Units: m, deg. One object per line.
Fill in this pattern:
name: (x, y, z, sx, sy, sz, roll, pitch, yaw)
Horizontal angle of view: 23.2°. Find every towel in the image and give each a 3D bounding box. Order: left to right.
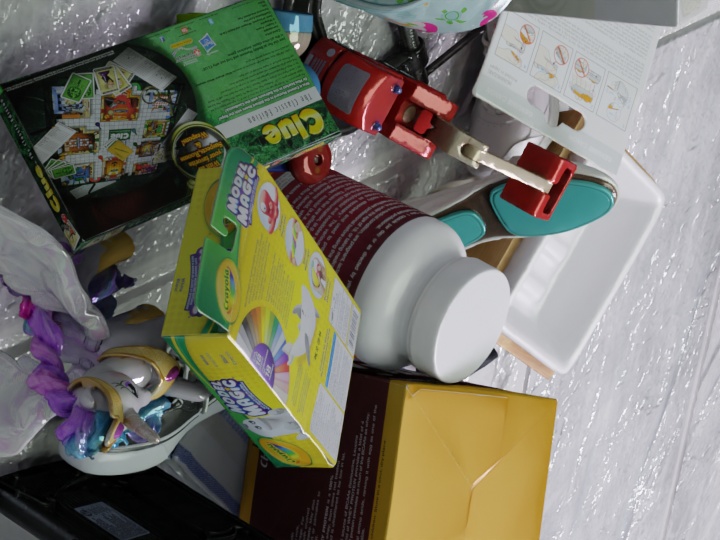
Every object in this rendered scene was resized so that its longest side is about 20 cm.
towel: (-0.053, 0.115, 1.353, 0.200, 0.024, 0.147, -50, 118, -20)

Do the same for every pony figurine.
pony figurine: (-0.172, 0.037, 1.058, 0.200, 0.193, 0.167, -42, 150, -63)

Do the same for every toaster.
toaster: (-0.165, 0.207, 1.178, 0.181, 0.200, 0.119, -2, 117, -63)

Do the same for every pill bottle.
pill bottle: (0.000, 0.000, 1.234, 0.113, 0.200, 0.113, -34, 137, -38)

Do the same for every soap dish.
soap dish: (0.161, -0.024, 1.488, 0.157, 0.081, 0.200, 34, 84, -51)

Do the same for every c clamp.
c clamp: (0.011, -0.186, 1.286, 0.171, 0.027, 0.200, -47, 147, -15)

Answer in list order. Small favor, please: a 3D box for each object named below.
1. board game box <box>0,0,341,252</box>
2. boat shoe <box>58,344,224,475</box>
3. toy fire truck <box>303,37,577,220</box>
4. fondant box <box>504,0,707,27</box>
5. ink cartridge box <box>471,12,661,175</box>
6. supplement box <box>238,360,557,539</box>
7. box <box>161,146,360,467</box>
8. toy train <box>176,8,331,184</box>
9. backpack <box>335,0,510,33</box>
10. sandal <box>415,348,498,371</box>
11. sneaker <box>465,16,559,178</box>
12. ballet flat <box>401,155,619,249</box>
board game box: (-0.112, -0.093, 1.054, 0.200, 0.105, 0.023, -25, 173, -36)
boat shoe: (-0.130, 0.076, 1.222, 0.199, 0.074, 0.068, -24, 136, -46)
toy fire truck: (0.057, -0.100, 1.264, 0.200, 0.141, 0.049, 15, 106, -58)
fondant box: (0.142, -0.254, 1.227, 0.058, 0.200, 0.144, -33, 127, -52)
ink cartridge box: (0.161, -0.195, 1.369, 0.162, 0.050, 0.200, 25, 78, -33)
supplement box: (0.018, 0.170, 1.270, 0.133, 0.200, 0.198, 8, 89, -33)
box: (-0.059, 0.025, 1.045, 0.200, 0.048, 0.117, 60, 33, -53)
toy train: (-0.106, -0.114, 1.128, 0.200, 0.085, 0.116, -5, 101, -46)
backpack: (0.036, -0.257, 1.119, 0.150, 0.177, 0.200, 2, 109, -54)
sandal: (0.074, 0.078, 1.507, 0.076, 0.043, 0.200, -33, 175, 5)
sneaker: (0.121, -0.171, 1.418, 0.099, 0.078, 0.200, 28, 80, -52)
ballet flat: (0.105, -0.056, 1.382, 0.069, 0.200, 0.070, 50, 30, -45)
